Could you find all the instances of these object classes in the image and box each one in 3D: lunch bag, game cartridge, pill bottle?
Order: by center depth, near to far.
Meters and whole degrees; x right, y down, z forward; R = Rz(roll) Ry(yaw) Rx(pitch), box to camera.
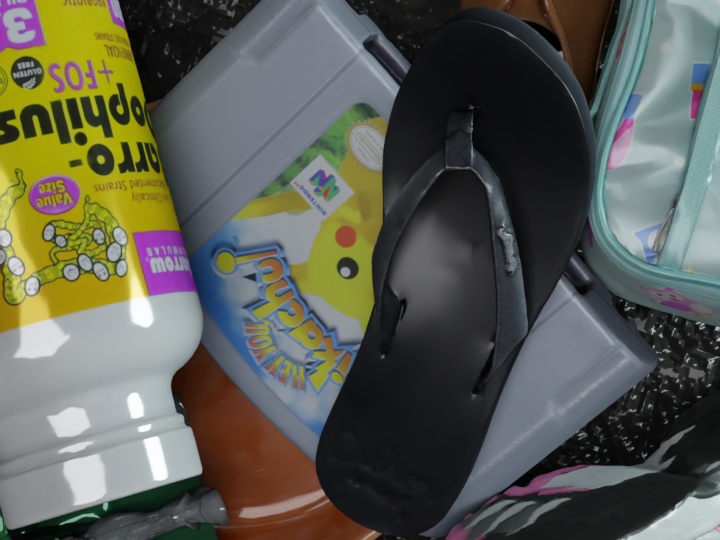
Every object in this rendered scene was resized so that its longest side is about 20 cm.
[{"bbox_3d":[-0.118,-0.013,0.741,0.104,0.104,0.201,-16,86,8],"label":"pill bottle"},{"bbox_3d":[0.165,-0.069,0.760,0.160,0.077,0.201,15,82,0],"label":"lunch bag"},{"bbox_3d":[0.000,0.000,0.782,0.200,0.040,0.133,48,117,1],"label":"game cartridge"}]

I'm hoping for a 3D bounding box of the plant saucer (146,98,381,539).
[{"bbox_3d":[-0.053,0.027,0.839,0.199,0.032,0.201,1,96,7],"label":"plant saucer"}]

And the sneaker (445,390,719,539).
[{"bbox_3d":[0.118,0.114,0.773,0.199,0.080,0.087,-21,105,-23],"label":"sneaker"}]

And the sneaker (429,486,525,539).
[{"bbox_3d":[0.017,0.147,0.795,0.199,0.121,0.084,-24,96,8],"label":"sneaker"}]

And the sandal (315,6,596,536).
[{"bbox_3d":[0.033,0.008,0.731,0.076,0.043,0.201,17,109,13],"label":"sandal"}]

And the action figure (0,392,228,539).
[{"bbox_3d":[-0.152,0.110,0.779,0.199,0.055,0.118,-22,79,-17],"label":"action figure"}]

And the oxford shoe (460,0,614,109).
[{"bbox_3d":[0.070,-0.120,0.790,0.071,0.071,0.201,2,95,8],"label":"oxford shoe"}]
